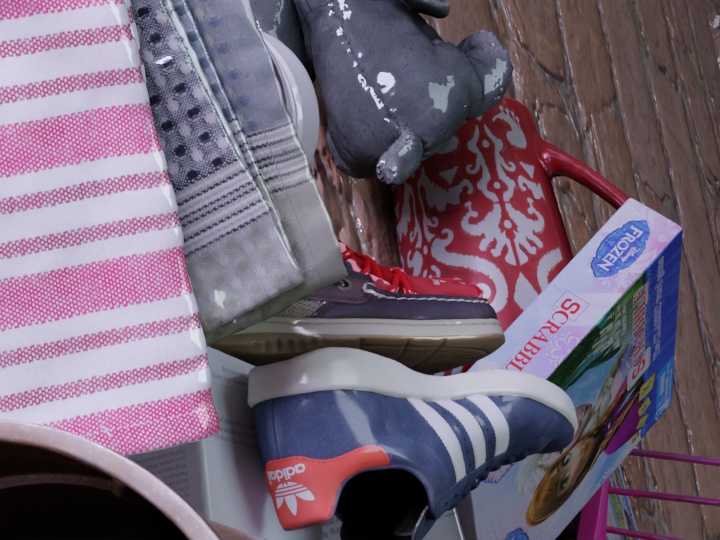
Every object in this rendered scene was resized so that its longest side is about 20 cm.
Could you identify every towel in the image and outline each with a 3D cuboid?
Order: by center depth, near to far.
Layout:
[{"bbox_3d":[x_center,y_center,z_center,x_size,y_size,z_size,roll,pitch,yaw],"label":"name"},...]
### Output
[{"bbox_3d":[-0.133,-0.019,0.565,0.030,0.146,0.200,-161,-122,-67],"label":"towel"},{"bbox_3d":[-0.118,-0.041,0.595,0.193,0.200,0.035,66,-18,-13],"label":"towel"}]

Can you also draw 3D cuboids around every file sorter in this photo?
[{"bbox_3d":[0.217,0.241,1.181,0.139,0.125,0.200,-71,162,-44],"label":"file sorter"}]

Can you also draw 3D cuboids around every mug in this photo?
[{"bbox_3d":[0.107,-0.012,1.148,0.133,0.177,0.200,106,-24,-63],"label":"mug"}]

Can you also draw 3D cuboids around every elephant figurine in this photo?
[{"bbox_3d":[-0.008,-0.165,1.049,0.141,0.155,0.200,-35,101,-22],"label":"elephant figurine"}]

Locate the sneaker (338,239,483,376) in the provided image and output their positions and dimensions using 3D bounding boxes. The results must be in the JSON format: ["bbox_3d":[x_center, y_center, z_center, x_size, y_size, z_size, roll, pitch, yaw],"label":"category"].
[{"bbox_3d":[0.000,0.000,0.911,0.078,0.115,0.200,-114,-177,-59],"label":"sneaker"}]

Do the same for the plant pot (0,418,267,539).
[{"bbox_3d":[-0.082,0.156,0.539,0.198,0.200,0.201,31,47,-70],"label":"plant pot"}]

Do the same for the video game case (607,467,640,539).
[{"bbox_3d":[0.203,0.187,1.396,0.200,0.018,0.143,35,39,-67],"label":"video game case"}]

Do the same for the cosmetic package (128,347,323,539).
[{"bbox_3d":[-0.069,0.142,0.716,0.113,0.081,0.200,33,47,-59],"label":"cosmetic package"}]

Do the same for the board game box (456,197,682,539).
[{"bbox_3d":[0.118,0.087,0.996,0.200,0.041,0.200,-45,150,-21],"label":"board game box"}]

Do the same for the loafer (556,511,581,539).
[{"bbox_3d":[0.108,0.164,1.177,0.072,0.063,0.200,66,13,20],"label":"loafer"}]

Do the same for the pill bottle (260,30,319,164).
[{"bbox_3d":[-0.099,-0.067,0.736,0.200,0.114,0.114,-13,87,-68],"label":"pill bottle"}]

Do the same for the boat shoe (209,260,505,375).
[{"bbox_3d":[-0.029,0.016,0.773,0.072,0.200,0.065,121,-34,-66],"label":"boat shoe"}]

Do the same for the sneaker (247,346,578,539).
[{"bbox_3d":[0.029,0.090,0.755,0.200,0.075,0.085,9,69,-43],"label":"sneaker"}]

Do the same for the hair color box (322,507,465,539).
[{"bbox_3d":[-0.007,0.122,0.837,0.061,0.099,0.200,162,-88,-76],"label":"hair color box"}]
